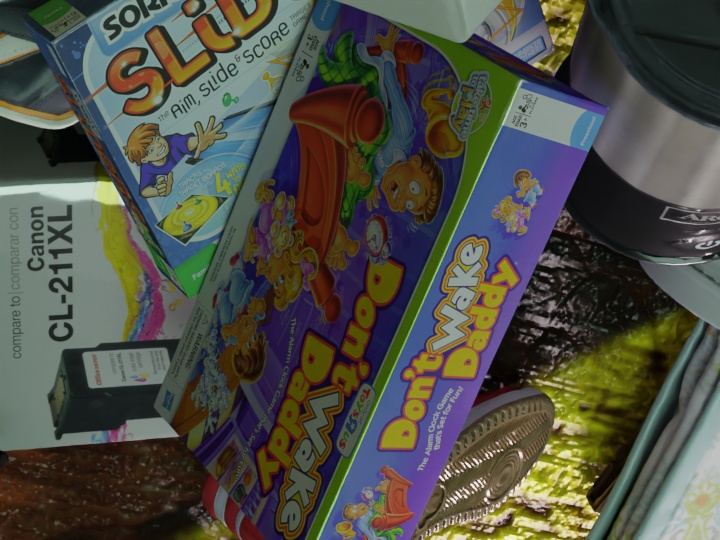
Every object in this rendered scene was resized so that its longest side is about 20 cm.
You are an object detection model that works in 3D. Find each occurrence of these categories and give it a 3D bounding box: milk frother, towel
[{"bbox_3d":[0.145,-0.129,0.672,0.180,0.200,0.188,-26,168,-6],"label":"milk frother"},{"bbox_3d":[0.234,0.117,0.976,0.171,0.048,0.200,12,115,-26],"label":"towel"}]

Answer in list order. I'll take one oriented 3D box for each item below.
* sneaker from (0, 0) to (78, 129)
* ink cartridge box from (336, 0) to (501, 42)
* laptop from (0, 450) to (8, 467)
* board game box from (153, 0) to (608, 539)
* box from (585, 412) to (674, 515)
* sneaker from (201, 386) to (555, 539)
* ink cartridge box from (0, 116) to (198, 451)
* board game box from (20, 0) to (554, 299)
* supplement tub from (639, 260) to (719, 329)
[{"bbox_3d":[-0.114,-0.111,0.734,0.199,0.078,0.080,-14,110,2],"label":"sneaker"},{"bbox_3d":[0.031,-0.194,0.623,0.200,0.144,0.085,-50,145,-25],"label":"ink cartridge box"},{"bbox_3d":[-0.232,0.196,0.795,0.116,0.200,0.187,50,55,-18],"label":"laptop"},{"bbox_3d":[0.000,0.000,0.661,0.045,0.134,0.200,13,107,-37],"label":"board game box"},{"bbox_3d":[0.256,0.110,1.018,0.200,0.021,0.164,25,110,-27],"label":"box"},{"bbox_3d":[0.007,0.096,0.916,0.200,0.112,0.071,-24,128,-39],"label":"sneaker"},{"bbox_3d":[-0.105,0.001,0.804,0.199,0.083,0.146,-4,122,-15],"label":"ink cartridge box"},{"bbox_3d":[-0.022,-0.098,0.706,0.200,0.034,0.136,-35,128,-13],"label":"board game box"},{"bbox_3d":[0.231,-0.070,0.827,0.145,0.145,0.200,14,115,-24],"label":"supplement tub"}]
